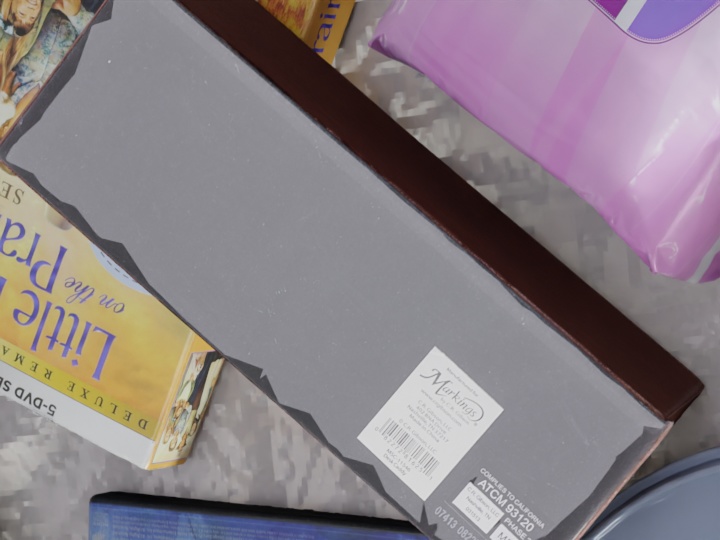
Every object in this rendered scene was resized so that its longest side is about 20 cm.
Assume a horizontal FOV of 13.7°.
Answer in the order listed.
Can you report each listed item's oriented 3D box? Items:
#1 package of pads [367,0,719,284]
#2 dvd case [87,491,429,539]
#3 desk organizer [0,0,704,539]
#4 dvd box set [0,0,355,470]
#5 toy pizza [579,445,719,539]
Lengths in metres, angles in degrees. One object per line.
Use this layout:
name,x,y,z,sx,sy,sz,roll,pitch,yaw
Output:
package of pads,0.101,-0.109,0.838,0.120,0.076,0.200,39,108,20
dvd case,-0.025,0.175,0.946,0.142,0.018,0.201,3,93,26
desk organizer,0.000,0.000,0.873,0.200,0.077,0.072,41,106,9
dvd box set,-0.087,-0.057,0.960,0.146,0.029,0.201,27,103,23
toy pizza,0.131,0.146,0.859,0.199,0.032,0.201,2,94,25
